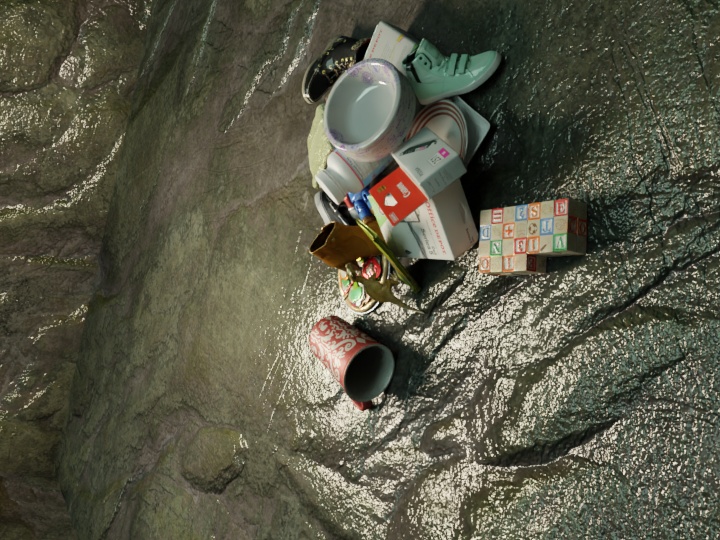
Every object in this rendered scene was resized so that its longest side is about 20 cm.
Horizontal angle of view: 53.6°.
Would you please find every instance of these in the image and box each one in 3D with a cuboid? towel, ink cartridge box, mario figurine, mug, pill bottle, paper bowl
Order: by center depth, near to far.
[{"bbox_3d":[0.097,-0.187,1.382,0.172,0.044,0.201,-36,29,4],"label":"ink cartridge box"},{"bbox_3d":[0.125,-0.107,1.444,0.198,0.083,0.148,5,124,53],"label":"ink cartridge box"},{"bbox_3d":[0.027,-0.324,1.481,0.196,0.104,0.207,-13,67,32],"label":"paper bowl"},{"bbox_3d":[0.058,-0.028,1.493,0.018,0.200,0.086,-44,42,-3],"label":"towel"},{"bbox_3d":[0.090,-0.445,1.590,0.200,0.086,0.148,48,121,42],"label":"ink cartridge box"},{"bbox_3d":[-0.004,-0.247,1.597,0.200,0.109,0.109,-43,44,-3],"label":"pill bottle"},{"bbox_3d":[-0.035,0.210,1.622,0.199,0.131,0.182,33,109,53],"label":"mug"},{"bbox_3d":[0.006,-0.202,1.694,0.122,0.106,0.203,-32,64,3],"label":"mario figurine"},{"bbox_3d":[-0.101,-0.313,1.815,0.200,0.035,0.152,126,137,-62],"label":"towel"}]

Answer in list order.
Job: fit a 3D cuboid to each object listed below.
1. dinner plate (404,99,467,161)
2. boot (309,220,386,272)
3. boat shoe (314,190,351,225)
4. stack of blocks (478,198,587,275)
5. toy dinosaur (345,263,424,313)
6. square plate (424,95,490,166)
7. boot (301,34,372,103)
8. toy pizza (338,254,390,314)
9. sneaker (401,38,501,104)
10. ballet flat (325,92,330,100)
[{"bbox_3d":[0.156,-0.249,1.478,0.198,0.024,0.207,-11,76,50],"label":"dinner plate"},{"bbox_3d":[-0.009,-0.079,1.585,0.200,0.143,0.072,-42,48,17],"label":"boot"},{"bbox_3d":[-0.057,-0.140,1.753,0.067,0.072,0.202,-38,40,14],"label":"boat shoe"},{"bbox_3d":[0.303,-0.055,1.271,0.198,0.057,0.119,-5,81,52],"label":"stack of blocks"},{"bbox_3d":[0.049,0.045,1.559,0.059,0.197,0.102,-60,1,28],"label":"toy dinosaur"},{"bbox_3d":[0.176,-0.265,1.496,0.201,0.028,0.201,-61,43,26],"label":"square plate"},{"bbox_3d":[-0.051,-0.498,1.759,0.149,0.073,0.202,17,68,48],"label":"boot"},{"bbox_3d":[0.000,0.000,1.683,0.198,0.031,0.207,-11,76,51],"label":"toy pizza"},{"bbox_3d":[0.174,-0.414,1.420,0.196,0.119,0.075,-15,42,33],"label":"sneaker"},{"bbox_3d":[-0.034,-0.377,1.759,0.072,0.064,0.201,-60,43,26],"label":"ballet flat"}]
